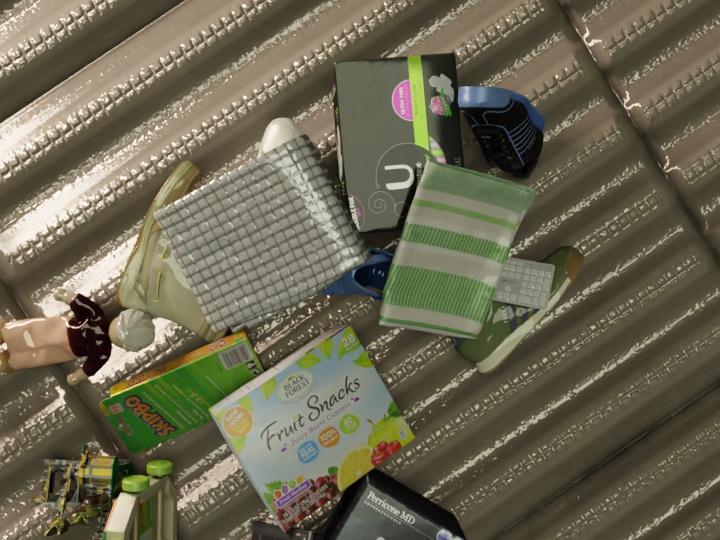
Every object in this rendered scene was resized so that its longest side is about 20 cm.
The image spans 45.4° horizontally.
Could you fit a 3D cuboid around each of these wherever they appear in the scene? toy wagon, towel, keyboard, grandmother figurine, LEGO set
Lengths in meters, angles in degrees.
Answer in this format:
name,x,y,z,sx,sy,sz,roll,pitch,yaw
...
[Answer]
name,x,y,z,sx,sy,sz,roll,pitch,yaw
toy wagon,-0.264,0.318,1.016,0.039,0.200,0.157,1,92,11
towel,0.110,-0.017,1.004,0.151,0.023,0.202,10,111,-26
keyboard,0.140,0.004,1.080,0.198,0.011,0.057,11,74,19
grandmother figurine,-0.349,0.079,1.058,0.198,0.061,0.122,-5,115,7
towel,-0.108,-0.038,0.978,0.199,0.086,0.167,-27,96,12
LEGO set,-0.350,0.305,1.038,0.114,0.154,0.202,4,89,-3

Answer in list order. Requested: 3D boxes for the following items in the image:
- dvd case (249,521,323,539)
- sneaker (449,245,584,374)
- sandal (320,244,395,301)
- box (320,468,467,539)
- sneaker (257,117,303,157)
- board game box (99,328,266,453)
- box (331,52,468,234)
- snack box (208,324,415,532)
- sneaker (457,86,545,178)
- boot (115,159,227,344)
name,x,y,z,sx,sy,sz,roll,pitch,yaw
dvd case,-0.106,0.410,1.031,0.025,0.150,0.202,19,71,-31
sneaker,0.189,0.031,1.095,0.090,0.067,0.201,40,93,-9
sandal,0.000,0.000,1.065,0.198,0.087,0.080,5,94,13
box,0.017,0.372,1.080,0.148,0.107,0.201,31,90,-3
sneaker,-0.113,-0.093,1.055,0.072,0.084,0.202,2,86,34
board game box,-0.217,0.154,1.080,0.198,0.030,0.096,-25,122,-4
box,0.045,-0.151,1.054,0.147,0.124,0.202,-6,94,-3
snack box,-0.060,0.189,1.065,0.199,0.068,0.170,-32,97,-17
sneaker,0.172,-0.164,1.034,0.070,0.199,0.079,7,88,34
boot,-0.199,-0.019,1.071,0.153,0.072,0.202,24,98,-3
